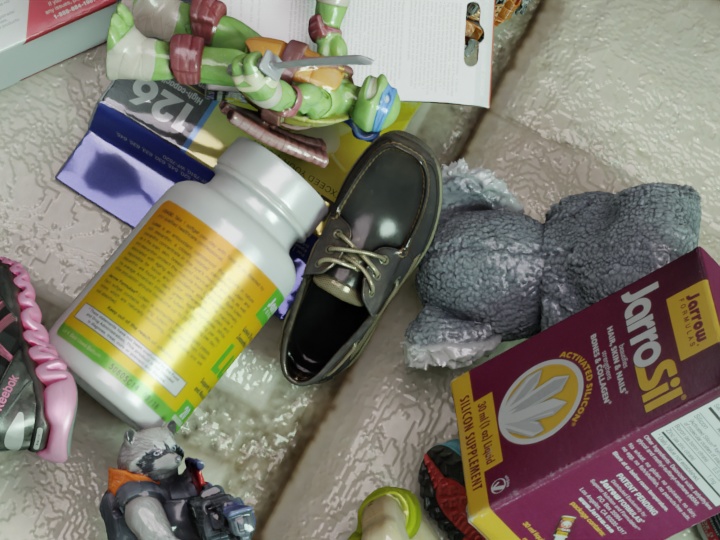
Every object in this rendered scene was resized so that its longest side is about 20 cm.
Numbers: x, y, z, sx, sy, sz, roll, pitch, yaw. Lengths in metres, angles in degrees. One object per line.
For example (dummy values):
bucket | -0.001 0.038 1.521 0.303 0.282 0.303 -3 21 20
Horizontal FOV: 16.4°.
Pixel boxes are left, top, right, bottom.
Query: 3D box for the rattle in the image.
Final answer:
rattle | 0.026 0.258 1.697 0.143 0.130 0.200 -33 108 -6

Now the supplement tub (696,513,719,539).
supplement tub | 0.316 0.138 1.706 0.140 0.200 0.141 2 73 -8

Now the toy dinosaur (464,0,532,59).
toy dinosaur | 0.120 -0.242 1.815 0.200 0.136 0.102 -36 99 24

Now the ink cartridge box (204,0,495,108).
ink cartridge box | -0.007 -0.169 1.766 0.200 0.050 0.109 4 83 -4

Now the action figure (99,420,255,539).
action figure | -0.127 0.193 1.622 0.104 0.200 0.194 -5 81 -13

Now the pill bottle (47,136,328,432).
pill bottle | -0.115 0.010 1.707 0.111 0.111 0.200 39 81 3

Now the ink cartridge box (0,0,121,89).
ink cartridge box | -0.281 -0.235 1.781 0.146 0.083 0.200 -26 80 -15

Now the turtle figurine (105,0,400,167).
turtle figurine | -0.063 -0.169 1.657 0.194 0.200 0.144 12 68 6

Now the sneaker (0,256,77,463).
sneaker | -0.256 0.056 1.659 0.095 0.079 0.200 -6 34 -22

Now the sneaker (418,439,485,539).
sneaker | 0.132 0.187 1.719 0.095 0.079 0.200 -23 71 -39

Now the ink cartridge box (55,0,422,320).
ink cartridge box | -0.084 -0.100 1.795 0.198 0.047 0.200 32 70 1

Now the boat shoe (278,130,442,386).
boat shoe | 0.000 0.000 1.708 0.074 0.073 0.200 23 116 2

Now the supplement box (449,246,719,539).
supplement box | 0.170 0.099 1.616 0.200 0.103 0.131 -30 37 19

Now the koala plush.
koala plush | 0.130 0.005 1.743 0.200 0.184 0.178 8 72 6
